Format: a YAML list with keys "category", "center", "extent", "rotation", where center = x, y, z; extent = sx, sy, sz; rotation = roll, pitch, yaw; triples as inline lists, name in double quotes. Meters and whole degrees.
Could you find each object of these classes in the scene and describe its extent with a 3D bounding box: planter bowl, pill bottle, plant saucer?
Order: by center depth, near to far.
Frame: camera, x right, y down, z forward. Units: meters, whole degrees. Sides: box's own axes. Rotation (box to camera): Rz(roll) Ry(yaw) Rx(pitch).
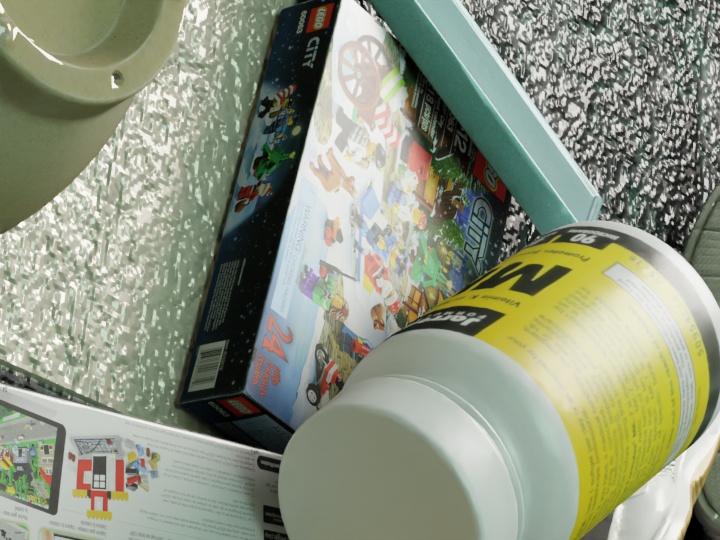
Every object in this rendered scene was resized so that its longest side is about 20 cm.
- category: "planter bowl"
  center: [-0.148, -0.104, 1.037]
  extent: [0.200, 0.135, 0.201]
  rotation: [18, 66, -47]
- category: "pill bottle"
  center: [0.060, 0.062, 1.203]
  extent: [0.200, 0.114, 0.115]
  rotation: [-32, 105, -51]
- category: "plant saucer"
  center: [0.046, -0.093, 1.315]
  extent: [0.200, 0.019, 0.070]
  rotation: [54, 21, -10]

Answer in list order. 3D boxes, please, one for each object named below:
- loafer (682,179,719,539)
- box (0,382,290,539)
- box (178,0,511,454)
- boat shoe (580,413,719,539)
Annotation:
- category: "loafer"
  center: [0.191, 0.045, 1.484]
  extent: [0.063, 0.072, 0.200]
  rotation: [88, 9, -69]
- category: "box"
  center: [-0.096, 0.110, 1.118]
  extent: [0.200, 0.035, 0.110]
  rotation: [19, 64, -47]
- category: "box"
  center: [0.000, 0.000, 1.268]
  extent: [0.137, 0.038, 0.200]
  rotation: [38, 53, -39]
- category: "boat shoe"
  center: [0.114, 0.111, 1.348]
  extent: [0.069, 0.071, 0.200]
  rotation: [27, 29, 3]
